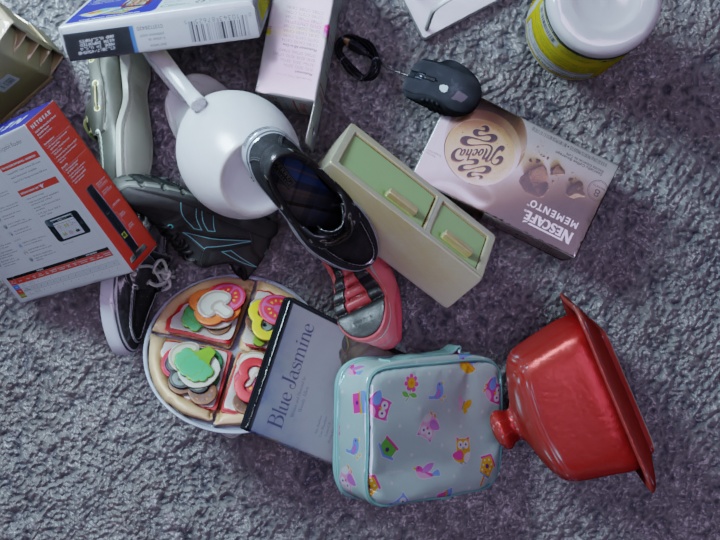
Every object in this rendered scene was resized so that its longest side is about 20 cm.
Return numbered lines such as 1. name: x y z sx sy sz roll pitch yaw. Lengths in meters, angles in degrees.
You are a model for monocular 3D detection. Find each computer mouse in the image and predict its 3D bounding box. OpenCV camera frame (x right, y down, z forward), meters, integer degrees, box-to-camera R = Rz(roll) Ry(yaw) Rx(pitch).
1. computer mouse: 0.046 -0.217 1.129 0.199 0.034 0.059 27 90 30

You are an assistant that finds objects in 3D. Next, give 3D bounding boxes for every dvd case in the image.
1. dvd case: -0.024 0.131 1.113 0.199 0.017 0.144 28 73 -33

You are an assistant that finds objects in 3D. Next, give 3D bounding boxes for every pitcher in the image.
1. pitcher: -0.149 -0.147 1.064 0.121 0.200 0.172 -41 126 -1

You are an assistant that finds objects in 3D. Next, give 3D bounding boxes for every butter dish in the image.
1. butter dish: 0.207 0.143 1.102 0.147 0.199 0.201 -24 91 7

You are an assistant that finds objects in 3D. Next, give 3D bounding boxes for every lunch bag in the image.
1. lunch bag: 0.064 0.162 1.120 0.199 0.077 0.162 -1 88 -37

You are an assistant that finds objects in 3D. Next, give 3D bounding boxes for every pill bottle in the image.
1. pill bottle: 0.234 -0.262 1.090 0.111 0.200 0.114 0 91 0

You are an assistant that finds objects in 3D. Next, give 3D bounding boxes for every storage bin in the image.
1. storage bin: -0.430 -0.202 1.090 0.198 0.200 0.094 -42 92 1

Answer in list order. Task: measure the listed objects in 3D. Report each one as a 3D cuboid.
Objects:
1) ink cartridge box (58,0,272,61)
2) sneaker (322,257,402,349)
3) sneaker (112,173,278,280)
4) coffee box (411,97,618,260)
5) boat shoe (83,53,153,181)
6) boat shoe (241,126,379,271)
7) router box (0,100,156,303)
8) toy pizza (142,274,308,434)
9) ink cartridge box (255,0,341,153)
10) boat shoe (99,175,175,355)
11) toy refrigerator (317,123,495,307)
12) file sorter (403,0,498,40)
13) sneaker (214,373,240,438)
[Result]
1. ink cartridge box: -0.192 -0.277 1.096 0.196 0.200 0.047 -7 116 6
2. sneaker: 0.000 0.000 1.150 0.073 0.087 0.201 -23 58 18
3. sneaker: -0.178 -0.046 1.118 0.199 0.075 0.080 19 96 -35
4. coffee box: 0.165 -0.104 1.152 0.199 0.080 0.114 27 89 0
5. boat shoe: -0.267 -0.172 1.144 0.060 0.072 0.203 -7 73 13
6. boat shoe: -0.037 -0.057 1.003 0.070 0.066 0.200 -39 128 -2
7. router box: -0.335 -0.063 1.082 0.199 0.049 0.180 -12 120 37
8. toy pizza: -0.133 0.081 1.124 0.198 0.032 0.201 3 54 -5
9. ink cartridge box: -0.067 -0.236 1.132 0.067 0.115 0.202 10 90 1
10. boat shoe: -0.239 -0.006 1.157 0.067 0.074 0.201 3 81 14
11. toy refrigerator: 0.043 -0.058 1.100 0.200 0.076 0.070 38 133 -11
12. file sorter: 0.087 -0.382 1.127 0.138 0.125 0.201 -27 90 0
13. sneaker: -0.075 0.130 1.164 0.199 0.081 0.075 -16 55 -16
